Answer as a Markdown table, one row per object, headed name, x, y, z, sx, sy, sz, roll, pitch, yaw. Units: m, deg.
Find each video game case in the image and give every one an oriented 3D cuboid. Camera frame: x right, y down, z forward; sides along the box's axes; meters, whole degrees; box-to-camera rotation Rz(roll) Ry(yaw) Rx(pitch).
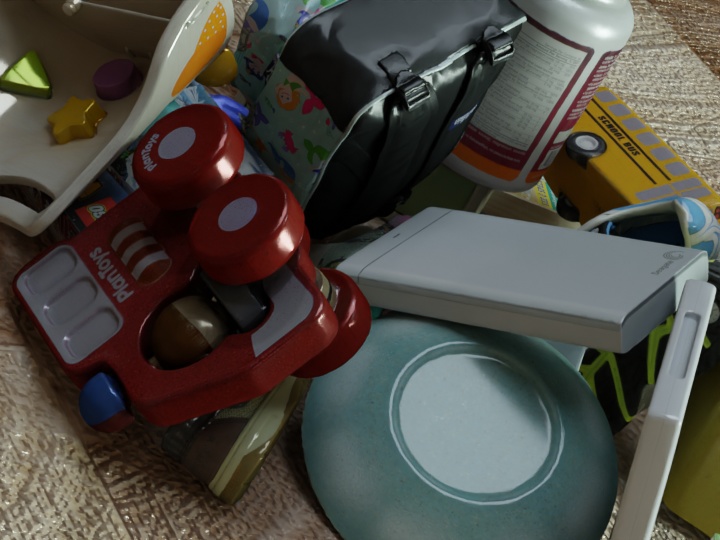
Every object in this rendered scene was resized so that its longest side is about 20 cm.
| name | x | y | z | sx | sy | sz | roll | pitch | yaw |
| --- | --- | --- | --- | --- | --- | --- | --- | --- | --- |
| video game case | 0.166 | 0.129 | 1.300 | 0.024 | 0.201 | 0.182 | 16 | 27 | 8 |

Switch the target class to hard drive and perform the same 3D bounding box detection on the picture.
| name | x | y | z | sx | sy | sz | roll | pitch | yaw |
| --- | --- | --- | --- | --- | --- | --- | --- | --- | --- |
| hard drive | 0.101 | 0.003 | 1.381 | 0.199 | 0.027 | 0.132 | 11 | 25 | 29 |

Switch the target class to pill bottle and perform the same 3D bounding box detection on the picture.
| name | x | y | z | sx | sy | sz | roll | pitch | yaw |
| --- | --- | --- | --- | --- | --- | --- | --- | --- | --- |
| pill bottle | 0.127 | -0.164 | 1.572 | 0.109 | 0.201 | 0.110 | 23 | 28 | -14 |

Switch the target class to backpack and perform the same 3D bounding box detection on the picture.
| name | x | y | z | sx | sy | sz | roll | pitch | yaw |
| --- | --- | --- | --- | --- | --- | --- | --- | --- | --- |
| backpack | 0.001 | -0.119 | 1.462 | 0.177 | 0.200 | 0.151 | -32 | 68 | -28 |

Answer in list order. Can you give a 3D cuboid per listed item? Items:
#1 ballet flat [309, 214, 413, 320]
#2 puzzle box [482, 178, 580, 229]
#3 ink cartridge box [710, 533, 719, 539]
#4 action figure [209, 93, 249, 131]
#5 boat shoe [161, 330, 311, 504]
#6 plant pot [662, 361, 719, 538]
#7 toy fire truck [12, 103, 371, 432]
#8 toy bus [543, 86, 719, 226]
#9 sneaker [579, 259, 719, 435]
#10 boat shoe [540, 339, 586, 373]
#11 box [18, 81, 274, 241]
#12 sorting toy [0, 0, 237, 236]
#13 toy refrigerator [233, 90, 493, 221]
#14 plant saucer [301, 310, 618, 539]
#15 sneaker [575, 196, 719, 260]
| name | x | y | z | sx | sy | sz | roll | pitch | yaw |
| --- | --- | --- | --- | --- | --- | --- | --- | --- | --- |
| ballet flat | 0.000 | 0.000 | 1.501 | 0.071 | 0.070 | 0.200 | 20 | 20 | 20 |
| puzzle box | 0.134 | -0.094 | 1.815 | 0.132 | 0.026 | 0.200 | 20 | 30 | -19 |
| ink cartridge box | 0.287 | 0.257 | 1.346 | 0.199 | 0.068 | 0.117 | 28 | 28 | -6 |
| action figure | -0.086 | -0.101 | 1.569 | 0.199 | 0.066 | 0.052 | 22 | 37 | -13 |
| boat shoe | -0.066 | 0.060 | 1.320 | 0.066 | 0.072 | 0.201 | 33 | 32 | -6 |
| plant pot | 0.310 | 0.101 | 1.495 | 0.199 | 0.177 | 0.200 | 34 | 28 | -8 |
| toy fire truck | -0.102 | 0.015 | 1.259 | 0.200 | 0.168 | 0.112 | 50 | -3 | 47 |
| toy bus | 0.202 | -0.052 | 1.615 | 0.078 | 0.065 | 0.200 | -15 | 42 | -23 |
| sneaker | 0.205 | 0.039 | 1.471 | 0.076 | 0.200 | 0.076 | -34 | 85 | -38 |
| boat shoe | 0.090 | 0.099 | 1.407 | 0.074 | 0.086 | 0.203 | 22 | 58 | -1 |
| box | -0.165 | -0.090 | 1.445 | 0.136 | 0.040 | 0.200 | -22 | 53 | -25 |
| sorting toy | -0.188 | -0.101 | 1.363 | 0.199 | 0.107 | 0.180 | 15 | 60 | 36 |
| toy refrigerator | 0.006 | -0.100 | 1.646 | 0.199 | 0.076 | 0.070 | 34 | 28 | 5 |
| plant saucer | 0.065 | 0.099 | 1.324 | 0.199 | 0.039 | 0.202 | 6 | 58 | -10 |
| sneaker | 0.150 | -0.001 | 1.507 | 0.072 | 0.199 | 0.072 | 43 | 29 | -52 |
